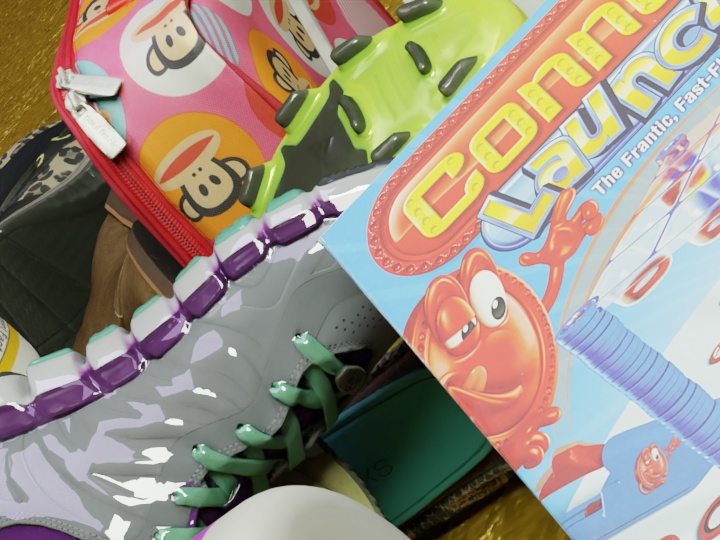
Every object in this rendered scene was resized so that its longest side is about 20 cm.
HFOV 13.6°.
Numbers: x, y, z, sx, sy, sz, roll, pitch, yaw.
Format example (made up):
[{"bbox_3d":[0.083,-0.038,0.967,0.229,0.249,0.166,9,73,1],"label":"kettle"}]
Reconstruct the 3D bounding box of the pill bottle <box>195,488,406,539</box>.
[{"bbox_3d":[-0.062,0.148,0.775,0.200,0.104,0.104,-37,21,26],"label":"pill bottle"}]

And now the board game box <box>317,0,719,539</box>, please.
[{"bbox_3d":[0.113,-0.016,0.715,0.200,0.056,0.196,-46,42,4],"label":"board game box"}]

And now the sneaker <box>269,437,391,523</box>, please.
[{"bbox_3d":[-0.066,0.098,0.895,0.199,0.077,0.089,-2,35,44],"label":"sneaker"}]

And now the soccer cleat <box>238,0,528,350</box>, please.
[{"bbox_3d":[-0.001,0.000,0.961,0.201,0.083,0.065,-55,37,13],"label":"soccer cleat"}]

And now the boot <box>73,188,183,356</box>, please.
[{"bbox_3d":[-0.069,0.019,1.150,0.076,0.073,0.200,-66,15,5],"label":"boot"}]

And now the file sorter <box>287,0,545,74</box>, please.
[{"bbox_3d":[0.061,-0.159,1.003,0.199,0.125,0.139,-27,8,18],"label":"file sorter"}]

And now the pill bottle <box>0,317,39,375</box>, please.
[{"bbox_3d":[-0.190,0.039,1.134,0.104,0.200,0.104,-40,20,18],"label":"pill bottle"}]

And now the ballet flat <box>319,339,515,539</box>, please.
[{"bbox_3d":[0.050,0.023,0.878,0.200,0.068,0.075,-32,9,43],"label":"ballet flat"}]

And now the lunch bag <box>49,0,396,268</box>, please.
[{"bbox_3d":[-0.039,-0.068,1.061,0.082,0.176,0.200,-37,20,16],"label":"lunch bag"}]

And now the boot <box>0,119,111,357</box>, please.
[{"bbox_3d":[-0.139,-0.005,1.317,0.204,0.073,0.154,-52,16,-24],"label":"boot"}]

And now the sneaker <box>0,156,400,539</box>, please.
[{"bbox_3d":[-0.035,0.048,0.833,0.199,0.074,0.088,-31,59,15],"label":"sneaker"}]
